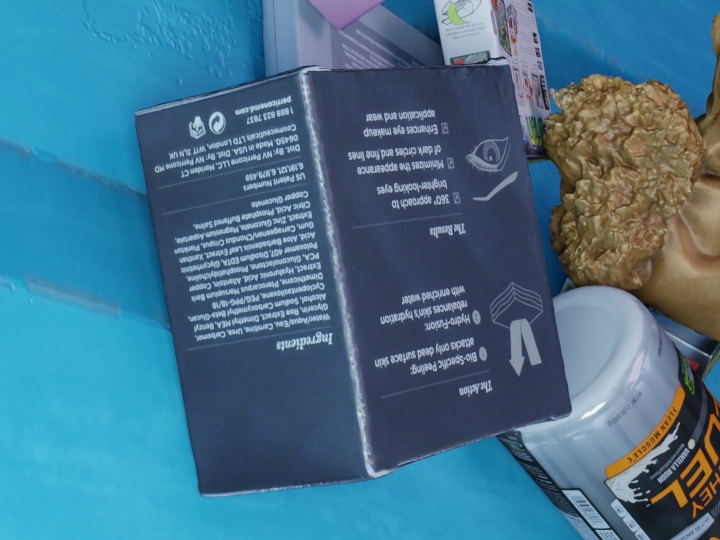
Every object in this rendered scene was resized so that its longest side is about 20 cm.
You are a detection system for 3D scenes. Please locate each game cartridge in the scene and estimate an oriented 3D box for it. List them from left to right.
[{"bbox_3d":[0.009,-0.095,1.327,0.200,0.040,0.134,28,47,-49],"label":"game cartridge"}]

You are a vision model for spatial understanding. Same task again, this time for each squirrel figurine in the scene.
[{"bbox_3d":[0.216,-0.067,1.407,0.199,0.187,0.142,5,32,-25],"label":"squirrel figurine"}]

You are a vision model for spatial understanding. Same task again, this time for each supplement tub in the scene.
[{"bbox_3d":[0.173,0.115,1.389,0.200,0.122,0.123,49,37,-33],"label":"supplement tub"}]

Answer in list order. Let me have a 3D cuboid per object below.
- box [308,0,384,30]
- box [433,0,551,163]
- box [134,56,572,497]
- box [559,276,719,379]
[{"bbox_3d":[0.027,-0.268,1.272,0.097,0.176,0.200,44,28,-29],"label":"box"},{"bbox_3d":[0.088,-0.122,1.396,0.200,0.035,0.111,-10,90,-77],"label":"box"},{"bbox_3d":[0.000,0.000,1.146,0.196,0.117,0.201,-9,89,-55],"label":"box"},{"bbox_3d":[0.215,0.009,1.527,0.110,0.035,0.200,29,30,12],"label":"box"}]
